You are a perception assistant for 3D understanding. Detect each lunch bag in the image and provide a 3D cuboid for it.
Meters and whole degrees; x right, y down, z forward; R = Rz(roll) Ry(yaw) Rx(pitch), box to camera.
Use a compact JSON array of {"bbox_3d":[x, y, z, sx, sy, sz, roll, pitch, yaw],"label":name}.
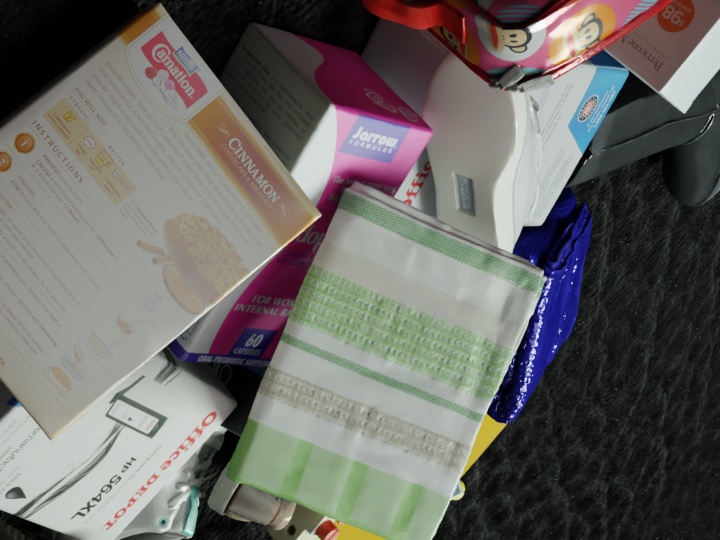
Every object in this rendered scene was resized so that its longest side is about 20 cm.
[{"bbox_3d":[0.076,-0.200,1.005,0.176,0.200,0.082,-35,147,-11],"label":"lunch bag"}]

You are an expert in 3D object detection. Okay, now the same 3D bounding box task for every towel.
[{"bbox_3d":[0.146,0.025,1.371,0.200,0.049,0.149,-42,139,-66],"label":"towel"},{"bbox_3d":[0.016,0.062,1.088,0.149,0.031,0.201,24,90,-16],"label":"towel"}]

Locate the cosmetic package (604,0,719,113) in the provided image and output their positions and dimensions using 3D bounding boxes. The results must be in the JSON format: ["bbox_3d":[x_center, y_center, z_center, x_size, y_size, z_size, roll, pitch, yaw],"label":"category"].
[{"bbox_3d":[0.180,-0.221,1.105,0.151,0.200,0.052,-53,148,12],"label":"cosmetic package"}]

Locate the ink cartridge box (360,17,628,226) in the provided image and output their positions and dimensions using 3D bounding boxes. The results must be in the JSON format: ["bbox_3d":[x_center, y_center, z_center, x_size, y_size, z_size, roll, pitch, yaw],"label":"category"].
[{"bbox_3d":[0.078,-0.109,1.228,0.199,0.085,0.145,-4,130,-49],"label":"ink cartridge box"}]

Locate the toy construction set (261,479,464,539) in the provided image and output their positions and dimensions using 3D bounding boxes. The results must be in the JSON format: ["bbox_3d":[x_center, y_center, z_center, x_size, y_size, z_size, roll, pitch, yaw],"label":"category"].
[{"bbox_3d":[-0.020,0.207,1.442,0.200,0.131,0.092,-44,151,-3],"label":"toy construction set"}]

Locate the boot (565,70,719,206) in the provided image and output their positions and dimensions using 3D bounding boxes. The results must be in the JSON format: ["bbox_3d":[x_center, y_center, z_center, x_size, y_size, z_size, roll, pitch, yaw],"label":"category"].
[{"bbox_3d":[0.236,-0.102,1.448,0.199,0.066,0.166,-24,136,-37],"label":"boot"}]

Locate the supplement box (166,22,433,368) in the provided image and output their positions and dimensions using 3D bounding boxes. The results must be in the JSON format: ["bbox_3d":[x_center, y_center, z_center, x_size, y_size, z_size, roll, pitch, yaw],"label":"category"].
[{"bbox_3d":[-0.059,-0.044,1.117,0.101,0.103,0.201,8,120,-46],"label":"supplement box"}]

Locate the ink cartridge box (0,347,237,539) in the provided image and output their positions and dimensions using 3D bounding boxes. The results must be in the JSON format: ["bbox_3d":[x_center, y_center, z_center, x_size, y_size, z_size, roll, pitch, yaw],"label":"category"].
[{"bbox_3d":[-0.192,0.088,1.138,0.146,0.084,0.200,-47,149,3],"label":"ink cartridge box"}]

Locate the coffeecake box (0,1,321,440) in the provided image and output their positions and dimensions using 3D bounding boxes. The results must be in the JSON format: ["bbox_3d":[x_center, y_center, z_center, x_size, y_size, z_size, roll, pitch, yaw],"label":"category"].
[{"bbox_3d":[-0.149,-0.030,0.978,0.200,0.154,0.073,-40,-167,-9],"label":"coffeecake box"}]

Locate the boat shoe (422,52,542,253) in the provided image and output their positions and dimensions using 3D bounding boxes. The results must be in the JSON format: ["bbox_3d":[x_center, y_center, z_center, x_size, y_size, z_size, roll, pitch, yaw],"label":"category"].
[{"bbox_3d":[0.091,-0.084,1.136,0.069,0.072,0.201,-51,148,-31],"label":"boat shoe"}]

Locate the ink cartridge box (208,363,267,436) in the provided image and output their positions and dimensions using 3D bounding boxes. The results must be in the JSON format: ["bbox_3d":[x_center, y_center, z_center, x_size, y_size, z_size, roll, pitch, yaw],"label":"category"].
[{"bbox_3d":[-0.040,0.078,1.176,0.039,0.200,0.100,18,88,-37],"label":"ink cartridge box"}]

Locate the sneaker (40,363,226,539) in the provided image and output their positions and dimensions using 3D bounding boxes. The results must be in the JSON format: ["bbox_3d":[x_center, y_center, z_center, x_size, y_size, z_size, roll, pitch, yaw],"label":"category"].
[{"bbox_3d":[-0.140,0.155,1.277,0.200,0.088,0.075,-45,148,-1],"label":"sneaker"}]

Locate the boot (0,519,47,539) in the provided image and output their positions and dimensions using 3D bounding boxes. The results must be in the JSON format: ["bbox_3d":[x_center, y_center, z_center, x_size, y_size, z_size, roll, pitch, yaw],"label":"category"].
[{"bbox_3d":[-0.259,0.217,1.196,0.199,0.074,0.151,16,156,-16],"label":"boot"}]

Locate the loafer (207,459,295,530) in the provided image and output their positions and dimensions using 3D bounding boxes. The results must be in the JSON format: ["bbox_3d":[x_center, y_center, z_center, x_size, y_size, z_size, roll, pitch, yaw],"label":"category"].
[{"bbox_3d":[-0.063,0.165,1.340,0.072,0.063,0.200,-60,172,9],"label":"loafer"}]

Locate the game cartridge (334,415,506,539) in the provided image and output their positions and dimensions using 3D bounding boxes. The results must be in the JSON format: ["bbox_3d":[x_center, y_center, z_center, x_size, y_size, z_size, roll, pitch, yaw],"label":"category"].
[{"bbox_3d":[0.033,0.189,1.592,0.200,0.032,0.176,-48,150,10],"label":"game cartridge"}]
